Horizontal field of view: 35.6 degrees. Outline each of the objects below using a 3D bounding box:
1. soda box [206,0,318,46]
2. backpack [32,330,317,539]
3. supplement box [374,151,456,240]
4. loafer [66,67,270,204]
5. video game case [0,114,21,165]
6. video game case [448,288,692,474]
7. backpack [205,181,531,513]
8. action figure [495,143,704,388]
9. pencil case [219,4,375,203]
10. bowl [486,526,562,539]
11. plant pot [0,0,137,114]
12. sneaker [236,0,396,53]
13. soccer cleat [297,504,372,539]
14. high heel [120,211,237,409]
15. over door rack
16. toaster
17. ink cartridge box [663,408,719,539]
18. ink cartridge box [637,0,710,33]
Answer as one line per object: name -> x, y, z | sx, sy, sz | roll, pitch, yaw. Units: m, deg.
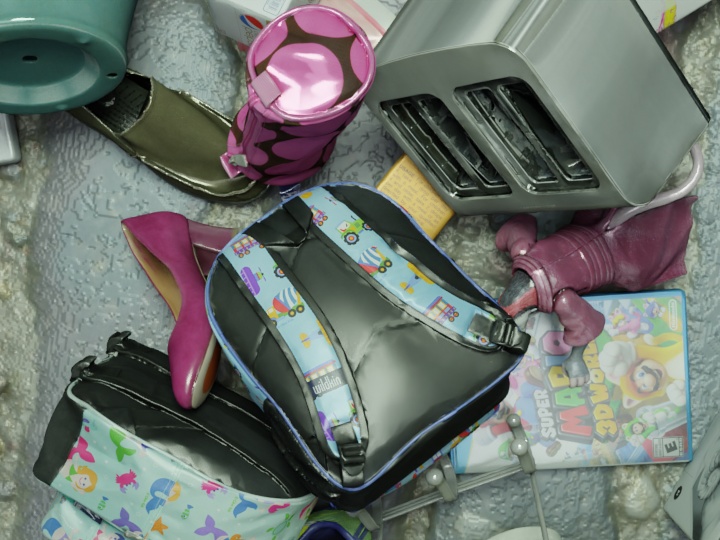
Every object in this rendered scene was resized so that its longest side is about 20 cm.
soda box -> -0.041, -0.262, 0.832 | 0.064, 0.068, 0.200 | 25, 77, 7
backpack -> -0.131, 0.156, 0.851 | 0.200, 0.178, 0.151 | 21, 102, 3
supplement box -> 0.000, 0.000, 0.900 | 0.069, 0.067, 0.200 | 36, 93, -1
loafer -> -0.162, -0.113, 0.895 | 0.200, 0.070, 0.075 | 25, 92, 0
video game case -> -0.387, -0.173, 0.919 | 0.182, 0.024, 0.200 | -10, 92, 1
video game case -> 0.170, 0.092, 0.925 | 0.200, 0.018, 0.143 | -3, 93, 1
backpack -> -0.007, 0.048, 0.800 | 0.183, 0.135, 0.200 | -37, 71, -15
action figure -> 0.175, -0.007, 0.853 | 0.200, 0.149, 0.134 | -31, 73, -25
pencil case -> -0.050, -0.115, 0.795 | 0.094, 0.200, 0.091 | -21, 83, -13
bowl -> 0.136, 0.267, 0.876 | 0.200, 0.200, 0.108 | -15, 49, 1
plant pot -> -0.244, -0.222, 0.804 | 0.200, 0.200, 0.188 | -10, 74, 1
sneaker -> -0.033, -0.183, 0.888 | 0.105, 0.075, 0.200 | -44, 83, -4
soccer cleat -> -0.078, 0.257, 0.901 | 0.200, 0.084, 0.065 | -36, 92, 2
high heel -> -0.150, 0.028, 0.854 | 0.096, 0.200, 0.067 | 7, 125, -5
over door rack -> 0.067, 0.188, 0.824 | 0.148, 0.200, 0.067 | -23, 115, 9
toaster -> 0.114, -0.131, 0.781 | 0.200, 0.181, 0.119 | 48, 63, -27
ink cartridge box -> 0.311, 0.127, 0.834 | 0.041, 0.200, 0.200 | 29, 92, -1
ink cartridge box -> 0.198, -0.255, 0.846 | 0.200, 0.084, 0.145 | -31, 132, 1
